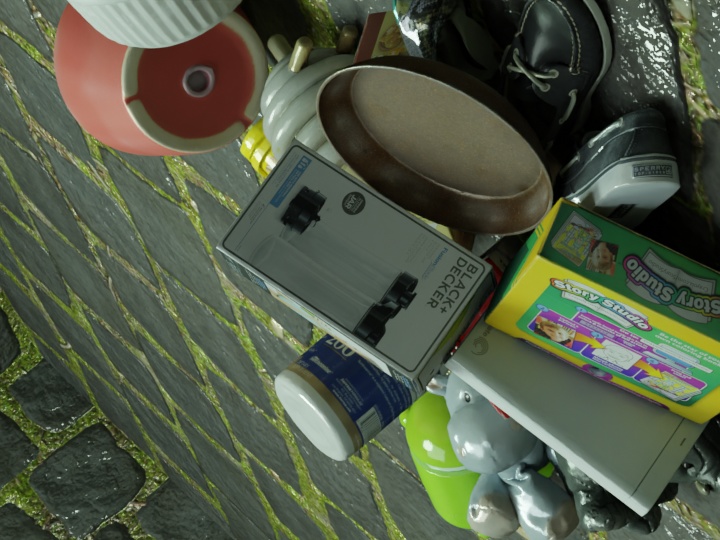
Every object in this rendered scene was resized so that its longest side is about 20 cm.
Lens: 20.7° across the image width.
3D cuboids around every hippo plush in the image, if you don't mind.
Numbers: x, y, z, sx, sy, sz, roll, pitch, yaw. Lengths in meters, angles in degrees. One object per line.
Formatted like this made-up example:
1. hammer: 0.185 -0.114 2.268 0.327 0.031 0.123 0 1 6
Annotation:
1. hippo plush: 0.155 0.140 1.848 0.161 0.159 0.200 62 -160 -48

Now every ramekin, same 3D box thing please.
1. ramekin: -0.180 -0.290 1.743 0.200 0.200 0.105 35 166 41

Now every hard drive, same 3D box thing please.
1. hard drive: 0.186 0.087 1.605 0.200 0.132 0.027 37 156 3

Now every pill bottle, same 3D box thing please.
1. pill bottle: 0.020 0.091 2.001 0.111 0.200 0.111 44 162 19

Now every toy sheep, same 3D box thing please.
1. toy sheep: -0.026 -0.141 1.776 0.200 0.138 0.138 61 169 26

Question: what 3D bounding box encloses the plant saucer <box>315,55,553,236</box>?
1. plant saucer: 0.062 -0.100 1.512 0.200 0.035 0.200 24 153 13

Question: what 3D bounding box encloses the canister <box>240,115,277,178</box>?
1. canister: -0.009 -0.069 1.897 0.200 0.087 0.149 44 -178 13

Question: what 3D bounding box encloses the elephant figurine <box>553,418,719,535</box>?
1. elephant figurine: 0.255 0.141 1.686 0.200 0.155 0.142 128 145 -62

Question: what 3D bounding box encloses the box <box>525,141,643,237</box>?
1. box: 0.188 -0.025 1.643 0.200 0.021 0.163 50 163 -1

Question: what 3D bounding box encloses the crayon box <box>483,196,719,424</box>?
1. crayon box: 0.212 0.035 1.520 0.200 0.058 0.173 25 159 -2

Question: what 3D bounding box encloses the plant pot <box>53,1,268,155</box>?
1. plant pot: -0.179 -0.195 1.877 0.201 0.200 0.177 58 170 -23

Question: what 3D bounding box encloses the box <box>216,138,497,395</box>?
1. box: -0.002 -0.004 1.598 0.200 0.117 0.060 35 171 15

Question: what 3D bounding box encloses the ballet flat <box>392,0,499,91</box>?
1. ballet flat: 0.084 -0.149 1.582 0.072 0.072 0.200 34 157 44

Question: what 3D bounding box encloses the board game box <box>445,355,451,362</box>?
1. board game box: 0.000 0.000 1.771 0.200 0.028 0.135 34 166 49

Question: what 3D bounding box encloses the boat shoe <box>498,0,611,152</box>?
1. boat shoe: 0.135 -0.146 1.459 0.074 0.060 0.200 44 162 15

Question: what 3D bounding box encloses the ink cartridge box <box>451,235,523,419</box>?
1. ink cartridge box: 0.128 0.045 1.698 0.116 0.067 0.200 51 -163 -1

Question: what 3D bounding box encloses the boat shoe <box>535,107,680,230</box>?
1. boat shoe: 0.182 -0.071 1.491 0.200 0.072 0.068 132 137 -72

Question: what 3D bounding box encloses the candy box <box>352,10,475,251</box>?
1. candy box: 0.048 -0.106 1.656 0.055 0.116 0.200 -5 133 20

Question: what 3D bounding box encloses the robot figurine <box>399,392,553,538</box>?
1. robot figurine: 0.117 0.198 2.120 0.175 0.116 0.200 32 155 43
